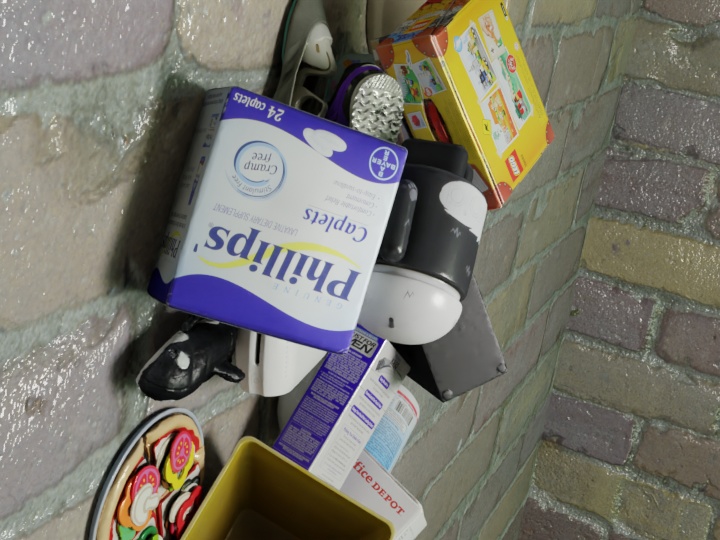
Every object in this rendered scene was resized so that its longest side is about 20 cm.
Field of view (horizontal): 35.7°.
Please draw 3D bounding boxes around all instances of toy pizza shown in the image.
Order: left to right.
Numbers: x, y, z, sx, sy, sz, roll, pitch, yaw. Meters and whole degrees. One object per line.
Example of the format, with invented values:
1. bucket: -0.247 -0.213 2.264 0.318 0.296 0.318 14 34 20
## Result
1. toy pizza: -0.207 0.240 1.144 0.201 0.031 0.202 -53 152 -45

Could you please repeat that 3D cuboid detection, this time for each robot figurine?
1. robot figurine: 0.054 -0.028 1.114 0.149 0.124 0.203 25 72 -32

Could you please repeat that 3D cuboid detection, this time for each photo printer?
1. photo printer: -0.079 0.039 1.232 0.200 0.068 0.169 -39 138 -72

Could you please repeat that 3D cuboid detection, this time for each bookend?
1. bookend: 0.079 0.037 1.397 0.200 0.091 0.201 -156 -136 -75

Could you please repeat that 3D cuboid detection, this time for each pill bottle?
1. pill bottle: -0.001 0.254 1.589 0.201 0.107 0.110 -57 154 -37

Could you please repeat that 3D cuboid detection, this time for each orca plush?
1. orca plush: -0.149 0.098 1.105 0.106 0.071 0.200 -56 173 2

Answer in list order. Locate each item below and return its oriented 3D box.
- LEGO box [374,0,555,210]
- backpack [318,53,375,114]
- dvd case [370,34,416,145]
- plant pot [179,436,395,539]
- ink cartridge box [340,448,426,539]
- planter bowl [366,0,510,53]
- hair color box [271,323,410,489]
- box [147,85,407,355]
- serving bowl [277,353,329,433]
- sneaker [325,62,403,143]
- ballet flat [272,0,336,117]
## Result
1. LEGO box: 0.118 -0.187 1.201 0.149 0.076 0.202 -48 121 -41
2. backpack: 0.035 -0.157 1.310 0.200 0.151 0.178 48 53 -52
3. dvd case: 0.084 -0.169 1.232 0.148 0.016 0.203 -28 107 -46
4. plant pot: -0.103 0.338 1.258 0.201 0.198 0.177 -59 177 -23
5. ink cartridge box: -0.032 0.334 1.419 0.200 0.146 0.085 -43 155 -12
6. planter bowl: 0.109 -0.336 1.393 0.200 0.133 0.203 16 90 -70
7. hair color box: -0.025 0.172 1.349 0.201 0.064 0.109 -57 152 -10
8. box: -0.077 -0.044 1.032 0.105 0.182 0.203 16 -90 68
9. serving bowl: -0.044 0.141 1.430 0.200 0.065 0.202 -42 146 -37
10. sneaker: -0.011 -0.126 1.188 0.069 0.100 0.202 4 117 -27
11. ballet flat: -0.056 -0.195 1.165 0.067 0.063 0.203 21 85 -68
